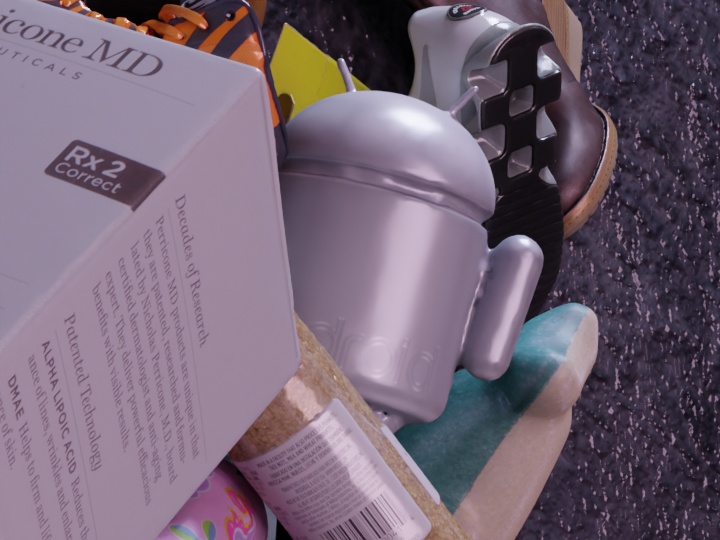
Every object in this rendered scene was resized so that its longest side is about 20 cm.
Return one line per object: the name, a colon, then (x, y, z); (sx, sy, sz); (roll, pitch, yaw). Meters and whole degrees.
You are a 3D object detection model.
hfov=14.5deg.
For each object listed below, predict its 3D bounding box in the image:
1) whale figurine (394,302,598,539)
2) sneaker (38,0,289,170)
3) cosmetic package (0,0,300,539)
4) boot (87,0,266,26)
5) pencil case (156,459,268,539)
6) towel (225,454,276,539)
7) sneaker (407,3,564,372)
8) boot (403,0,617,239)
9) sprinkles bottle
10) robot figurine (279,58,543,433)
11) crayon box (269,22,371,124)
whale figurine: (0.042, 0.092, 1.418); (0.104, 0.200, 0.159); (33, 32, 1)
sneaker: (-0.109, -0.104, 1.220); (0.112, 0.078, 0.200); (-42, 99, 3)
cosmetic package: (-0.148, 0.018, 1.104); (0.200, 0.165, 0.165); (-51, 149, -38)
boot: (-0.097, -0.079, 1.353); (0.200, 0.068, 0.189); (-19, 113, -80)
pencil case: (-0.096, 0.148, 1.213); (0.200, 0.087, 0.088); (-69, 137, -68)
towel: (-0.113, 0.134, 1.343); (0.171, 0.048, 0.200); (12, 75, -45)
sneaker: (0.053, -0.044, 1.459); (0.074, 0.088, 0.200); (-18, 121, -40)
boot: (0.058, -0.119, 1.519); (0.166, 0.072, 0.200); (36, 33, -29)
sprinkles bottle: (-0.019, 0.085, 1.275); (0.200, 0.068, 0.068); (53, 50, -15)
robot figurine: (0.000, 0.000, 1.359); (0.169, 0.113, 0.200); (14, 83, -1)
crayon box: (-0.006, -0.023, 1.477); (0.200, 0.051, 0.127); (39, 57, -36)
